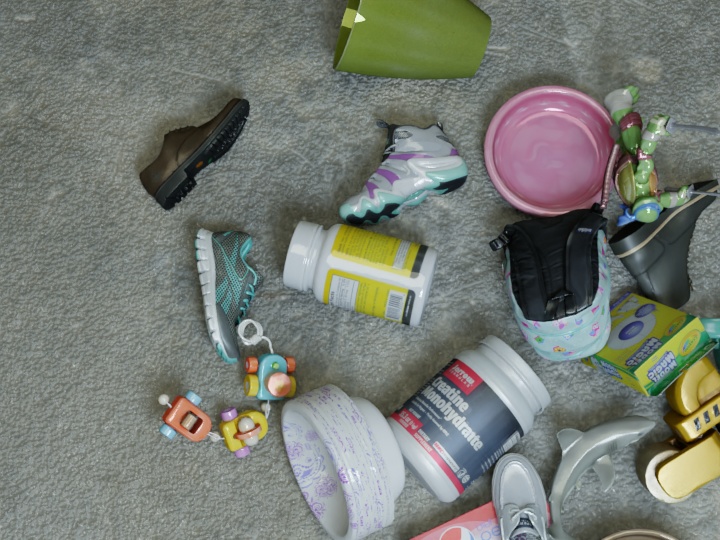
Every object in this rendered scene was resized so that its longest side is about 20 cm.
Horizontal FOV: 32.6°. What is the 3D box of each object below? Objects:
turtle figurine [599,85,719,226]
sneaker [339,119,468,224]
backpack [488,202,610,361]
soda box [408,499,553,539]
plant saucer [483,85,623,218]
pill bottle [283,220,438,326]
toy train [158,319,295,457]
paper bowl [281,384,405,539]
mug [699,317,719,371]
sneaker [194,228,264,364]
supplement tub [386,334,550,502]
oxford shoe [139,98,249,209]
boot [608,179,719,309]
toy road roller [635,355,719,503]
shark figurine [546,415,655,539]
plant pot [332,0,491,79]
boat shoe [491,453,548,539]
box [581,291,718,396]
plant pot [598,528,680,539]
[{"bbox_3d":[0.411,-0.160,1.662,0.200,0.144,0.194,-42,44,30],"label":"turtle figurine"},{"bbox_3d":[0.042,-0.155,1.781,0.199,0.078,0.140,-21,73,-14],"label":"sneaker"},{"bbox_3d":[0.273,0.020,1.668,0.166,0.127,0.200,-17,42,18],"label":"backpack"},{"bbox_3d":[0.158,0.354,1.639,0.199,0.063,0.070,-25,75,-4],"label":"soda box"},{"bbox_3d":[0.278,-0.167,1.785,0.200,0.051,0.201,-1,75,2],"label":"plant saucer"},{"bbox_3d":[0.000,0.000,1.714,0.199,0.114,0.115,15,76,5],"label":"pill bottle"},{"bbox_3d":[-0.171,0.172,1.669,0.150,0.056,0.200,46,76,-22],"label":"toy train"},{"bbox_3d":[-0.016,0.245,1.604,0.104,0.201,0.201,-20,74,-21],"label":"paper bowl"},{"bbox_3d":[0.555,0.103,1.669,0.185,0.114,0.152,-23,75,-5],"label":"mug"},{"bbox_3d":[-0.179,0.030,1.734,0.091,0.078,0.201,-8,76,-5],"label":"sneaker"},{"bbox_3d":[0.140,0.197,1.642,0.200,0.140,0.140,-41,77,-9],"label":"supplement tub"},{"bbox_3d":[-0.244,-0.189,1.795,0.084,0.073,0.200,42,80,14],"label":"oxford shoe"},{"bbox_3d":[0.453,-0.030,1.744,0.200,0.077,0.139,-33,98,-20],"label":"boot"},{"bbox_3d":[0.435,0.197,1.619,0.200,0.123,0.146,-35,88,2],"label":"toy road roller"},{"bbox_3d":[0.277,0.257,1.614,0.128,0.090,0.215,13,60,50],"label":"shark figurine"},{"bbox_3d":[0.082,-0.354,1.791,0.199,0.187,0.188,16,75,-10],"label":"plant pot"},{"bbox_3d":[0.207,0.333,1.574,0.072,0.069,0.201,0,76,1],"label":"boat shoe"},{"bbox_3d":[0.376,0.098,1.637,0.117,0.200,0.048,-39,112,-9],"label":"box"},{"bbox_3d":[0.358,0.437,1.592,0.200,0.093,0.202,0,77,0],"label":"plant pot"}]
